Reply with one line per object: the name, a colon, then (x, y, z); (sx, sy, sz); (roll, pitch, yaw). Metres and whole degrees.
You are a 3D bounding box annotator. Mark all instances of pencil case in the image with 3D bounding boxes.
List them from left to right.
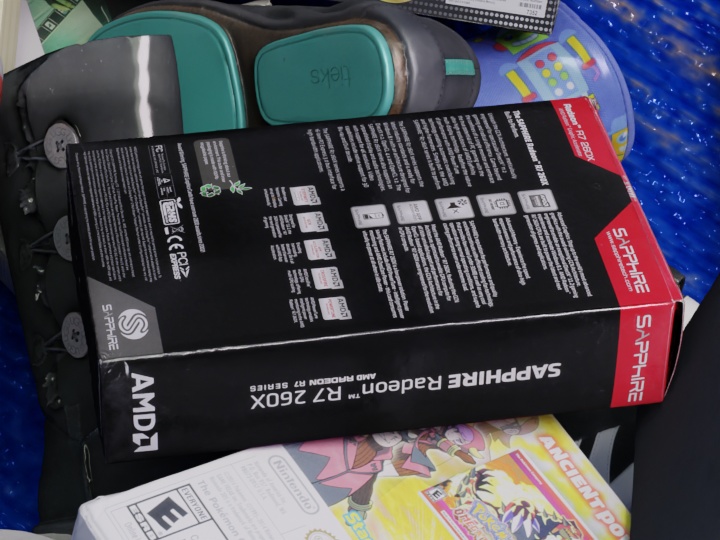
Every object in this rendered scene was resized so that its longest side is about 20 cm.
pencil case: (0.019, -0.034, 1.074); (0.199, 0.087, 0.078); (-32, 47, -19)

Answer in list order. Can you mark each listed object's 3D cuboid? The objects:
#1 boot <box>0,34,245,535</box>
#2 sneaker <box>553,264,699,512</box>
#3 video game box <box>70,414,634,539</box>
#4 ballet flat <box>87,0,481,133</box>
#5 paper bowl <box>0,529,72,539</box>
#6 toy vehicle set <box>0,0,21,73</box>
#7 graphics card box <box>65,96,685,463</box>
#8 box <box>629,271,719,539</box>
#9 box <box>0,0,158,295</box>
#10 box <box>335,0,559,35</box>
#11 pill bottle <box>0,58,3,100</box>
boot: (-0.069, 0.006, 0.993); (0.164, 0.065, 0.202); (-10, 80, 31)
sneaker: (0.065, 0.069, 1.041); (0.200, 0.073, 0.112); (-36, 70, -27)
video game box: (0.028, 0.133, 0.849); (0.181, 0.047, 0.200); (-18, 56, -30)
ballet flat: (-0.029, -0.076, 1.028); (0.199, 0.073, 0.073); (4, 54, 47)
paper bowl: (-0.136, 0.171, 0.902); (0.199, 0.105, 0.201); (-17, 33, 11)
toy vehicle set: (-0.206, -0.073, 1.065); (0.123, 0.027, 0.202); (1, 76, 8)
graphics card box: (0.000, 0.000, 0.904); (0.198, 0.051, 0.126); (-5, 40, -10)
box: (0.187, 0.107, 0.833); (0.181, 0.104, 0.201); (19, 40, -9)
box: (-0.146, -0.093, 1.112); (0.144, 0.036, 0.200); (-40, 75, -19)
box: (-0.013, -0.157, 1.095); (0.198, 0.045, 0.160); (9, 23, 0)
pill bottle: (-0.202, 0.004, 0.970); (0.115, 0.116, 0.202); (6, 76, -2)
